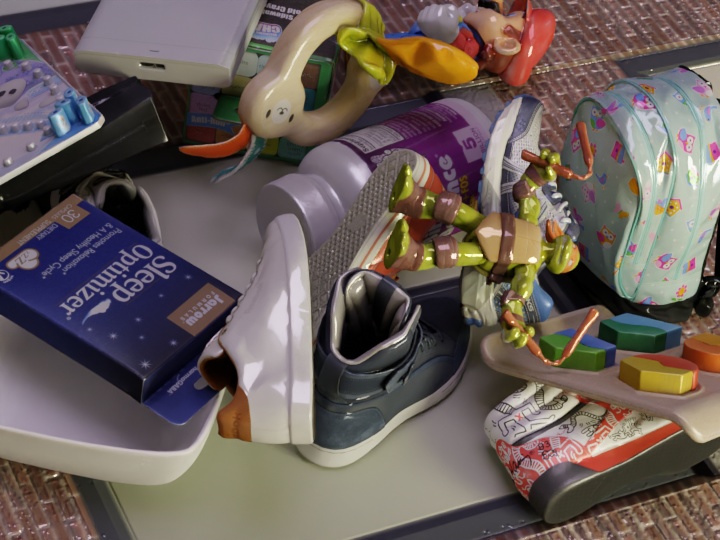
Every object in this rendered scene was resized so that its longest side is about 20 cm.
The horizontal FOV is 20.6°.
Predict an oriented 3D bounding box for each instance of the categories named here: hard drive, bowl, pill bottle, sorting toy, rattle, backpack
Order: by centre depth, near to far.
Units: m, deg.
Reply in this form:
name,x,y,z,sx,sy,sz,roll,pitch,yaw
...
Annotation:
name,x,y,z,sx,sy,sz,roll,pitch,yaw
bowl,-0.199,0.078,1.479,0.200,0.075,0.200,10,43,0
sorting toy,0.221,0.069,1.523,0.200,0.036,0.185,20,20,36
rattle,-0.025,-0.121,1.593,0.143,0.130,0.200,39,60,20
backpack,0.234,-0.067,1.626,0.127,0.200,0.167,-19,51,-28
pill bottle,0.017,-0.064,1.643,0.200,0.112,0.112,-24,53,-30
hard drive,-0.147,-0.229,1.672,0.132,0.026,0.200,7,44,10

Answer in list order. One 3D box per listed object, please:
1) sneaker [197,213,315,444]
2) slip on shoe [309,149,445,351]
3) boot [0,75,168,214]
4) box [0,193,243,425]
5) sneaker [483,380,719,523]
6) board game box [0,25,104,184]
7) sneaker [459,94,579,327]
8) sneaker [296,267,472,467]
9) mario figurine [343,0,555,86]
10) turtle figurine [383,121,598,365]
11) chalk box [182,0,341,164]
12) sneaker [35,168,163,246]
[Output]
name,x,y,z,sx,sy,sz,roll,pitch,yaw
sneaker,-0.075,0.037,1.429,0.085,0.073,0.200,-3,47,1
slip on shoe,0.000,0.000,1.548,0.200,0.061,0.074,-54,34,-3
boot,-0.265,-0.104,1.595,0.200,0.066,0.165,-31,38,-6
box,-0.175,0.026,1.464,0.200,0.032,0.121,31,46,18
sneaker,0.193,0.112,1.526,0.201,0.067,0.108,-20,54,-26
board game box,-0.326,-0.112,1.568,0.200,0.026,0.200,-32,36,-13
sneaker,0.135,-0.044,1.581,0.085,0.077,0.200,8,71,9
sneaker,0.032,0.044,1.510,0.077,0.146,0.202,28,44,20
mario figurine,0.084,-0.231,1.840,0.200,0.106,0.123,-5,43,-14
turtle figurine,0.102,-0.031,1.503,0.161,0.064,0.200,13,72,-12
chalk box,-0.083,-0.178,1.737,0.125,0.124,0.200,12,44,0
sneaker,-0.206,-0.056,1.609,0.074,0.089,0.200,-21,50,-27
